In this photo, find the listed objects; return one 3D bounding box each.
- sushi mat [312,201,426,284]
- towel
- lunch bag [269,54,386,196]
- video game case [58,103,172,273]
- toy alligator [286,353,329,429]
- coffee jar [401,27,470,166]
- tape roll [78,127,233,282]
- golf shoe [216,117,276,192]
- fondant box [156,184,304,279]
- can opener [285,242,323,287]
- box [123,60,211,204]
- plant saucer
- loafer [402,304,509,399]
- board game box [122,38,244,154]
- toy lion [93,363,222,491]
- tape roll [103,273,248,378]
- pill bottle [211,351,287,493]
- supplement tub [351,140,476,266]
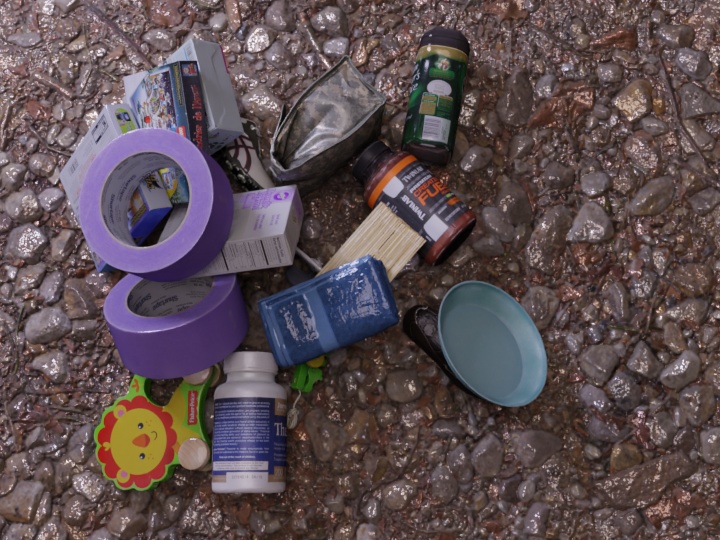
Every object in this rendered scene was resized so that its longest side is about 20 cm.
[{"bbox_3d":[0.000,0.000,1.438,0.096,0.012,0.200,42,93,14],"label":"sushi mat"},{"bbox_3d":[-0.047,0.061,1.408,0.198,0.049,0.113,-22,78,9],"label":"towel"},{"bbox_3d":[-0.066,-0.209,1.483,0.200,0.164,0.118,-43,84,-7],"label":"lunch bag"},{"bbox_3d":[-0.381,-0.123,1.479,0.045,0.200,0.183,-11,71,-44],"label":"video game case"},{"bbox_3d":[-0.075,0.144,1.466,0.054,0.059,0.203,16,75,-35],"label":"toy alligator"},{"bbox_3d":[0.120,-0.276,1.519,0.084,0.104,0.203,10,78,2],"label":"coffee jar"},{"bbox_3d":[-0.282,-0.089,1.329,0.197,0.085,0.203,-2,80,13],"label":"tape roll"},{"bbox_3d":[-0.185,-0.193,1.533,0.088,0.077,0.200,-38,78,-11],"label":"golf shoe"},{"bbox_3d":[-0.191,-0.057,1.422,0.197,0.059,0.145,-7,33,9],"label":"fondant box"},{"bbox_3d":[-0.128,-0.034,1.505,0.199,0.053,0.067,38,81,11],"label":"can opener"},{"bbox_3d":[-0.286,-0.200,1.433,0.135,0.037,0.203,-3,97,40],"label":"box"},{"bbox_3d":[0.187,0.112,1.409,0.198,0.036,0.202,18,53,-25],"label":"plant saucer"},{"bbox_3d":[0.144,0.125,1.446,0.199,0.071,0.073,36,82,10],"label":"loafer"},{"bbox_3d":[-0.280,-0.244,1.495,0.199,0.064,0.150,-25,75,39],"label":"board game box"},{"bbox_3d":[-0.311,0.231,1.458,0.189,0.069,0.203,-2,77,10],"label":"toy lion"},{"bbox_3d":[-0.270,0.063,1.414,0.197,0.086,0.201,-10,32,6],"label":"tape roll"},{"bbox_3d":[-0.163,0.226,1.420,0.109,0.111,0.203,-1,78,3],"label":"pill bottle"},{"bbox_3d":[0.078,-0.109,1.483,0.200,0.107,0.107,44,83,11],"label":"supplement tub"}]
